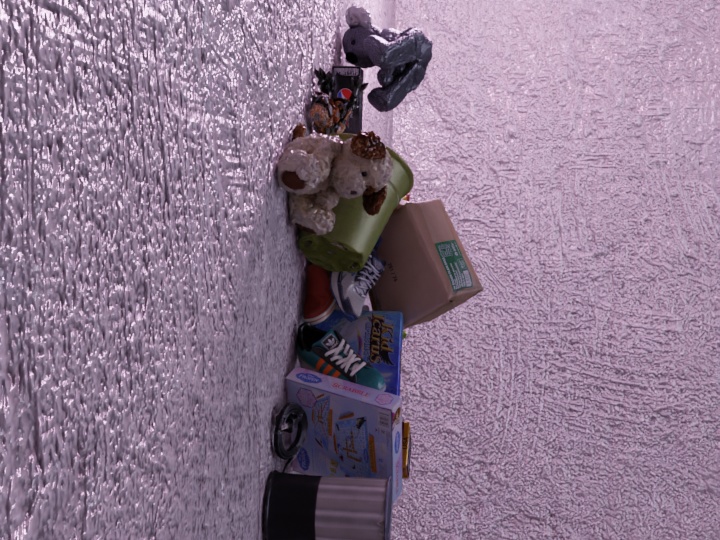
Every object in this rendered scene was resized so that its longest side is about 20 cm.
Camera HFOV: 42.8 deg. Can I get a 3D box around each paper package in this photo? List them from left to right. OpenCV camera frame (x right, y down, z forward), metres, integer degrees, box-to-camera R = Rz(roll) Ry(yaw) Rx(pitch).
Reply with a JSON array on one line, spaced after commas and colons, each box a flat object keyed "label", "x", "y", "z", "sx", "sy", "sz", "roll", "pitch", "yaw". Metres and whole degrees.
[{"label": "paper package", "x": 0.106, "y": -0.010, "z": 1.732, "sx": 0.190, "sy": 0.103, "sz": 0.201, "roll": -36, "pitch": -107, "yaw": 49}]

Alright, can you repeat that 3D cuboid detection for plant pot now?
[{"label": "plant pot", "x": -0.027, "y": -0.105, "z": 1.622, "sx": 0.200, "sy": 0.199, "sz": 0.191, "roll": 81, "pitch": 26, "yaw": -61}]

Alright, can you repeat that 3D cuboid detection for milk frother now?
[{"label": "milk frother", "x": -0.045, "y": 0.320, "z": 1.423, "sx": 0.181, "sy": 0.187, "sz": 0.201, "roll": -75, "pitch": 166, "yaw": -67}]

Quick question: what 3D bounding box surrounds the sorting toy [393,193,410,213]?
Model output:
[{"label": "sorting toy", "x": 0.030, "y": -0.088, "z": 1.909, "sx": 0.070, "sy": 0.199, "sz": 0.200, "roll": -41, "pitch": 140, "yaw": -42}]

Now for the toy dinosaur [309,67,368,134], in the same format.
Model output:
[{"label": "toy dinosaur", "x": -0.058, "y": -0.294, "z": 1.709, "sx": 0.200, "sy": 0.102, "sz": 0.137, "roll": 173, "pitch": -66, "yaw": -78}]

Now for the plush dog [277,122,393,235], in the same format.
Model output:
[{"label": "plush dog", "x": -0.032, "y": -0.163, "z": 1.467, "sx": 0.200, "sy": 0.170, "sz": 0.161, "roll": 79, "pitch": 13, "yaw": -60}]

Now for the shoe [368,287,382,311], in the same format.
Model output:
[{"label": "shoe", "x": 0.042, "y": 0.053, "z": 1.833, "sx": 0.070, "sy": 0.053, "sz": 0.201, "roll": 58, "pitch": 23, "yaw": -79}]

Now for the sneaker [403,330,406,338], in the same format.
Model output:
[{"label": "sneaker", "x": 0.010, "y": 0.184, "z": 1.880, "sx": 0.072, "sy": 0.199, "sz": 0.083, "roll": 61, "pitch": 7, "yaw": 31}]

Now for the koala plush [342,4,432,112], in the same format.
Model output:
[{"label": "koala plush", "x": 0.039, "y": -0.489, "z": 2.058, "sx": 0.184, "sy": 0.200, "sz": 0.178, "roll": -39, "pitch": 144, "yaw": -28}]

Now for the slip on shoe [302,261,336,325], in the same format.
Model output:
[{"label": "slip on shoe", "x": -0.074, "y": 0.016, "z": 1.684, "sx": 0.061, "sy": 0.074, "sz": 0.201, "roll": 47, "pitch": 40, "yaw": -35}]

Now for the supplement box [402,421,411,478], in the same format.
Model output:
[{"label": "supplement box", "x": -0.006, "y": 0.332, "z": 1.729, "sx": 0.111, "sy": 0.198, "sz": 0.086, "roll": 79, "pitch": 15, "yaw": -64}]

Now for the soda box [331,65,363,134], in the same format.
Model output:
[{"label": "soda box", "x": -0.029, "y": -0.333, "z": 1.970, "sx": 0.071, "sy": 0.063, "sz": 0.202, "roll": -36, "pitch": 128, "yaw": -82}]

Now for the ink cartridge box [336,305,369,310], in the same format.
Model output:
[{"label": "ink cartridge box", "x": -0.035, "y": 0.164, "z": 1.796, "sx": 0.067, "sy": 0.116, "sz": 0.202, "roll": -38, "pitch": 129, "yaw": -84}]

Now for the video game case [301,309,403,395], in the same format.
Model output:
[{"label": "video game case", "x": -0.016, "y": 0.171, "z": 1.674, "sx": 0.045, "sy": 0.180, "sz": 0.201, "roll": 71, "pitch": 21, "yaw": -71}]

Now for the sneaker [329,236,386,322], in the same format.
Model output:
[{"label": "sneaker", "x": 0.000, "y": 0.000, "z": 1.663, "sx": 0.077, "sy": 0.085, "sz": 0.201, "roll": 50, "pitch": 34, "yaw": -43}]

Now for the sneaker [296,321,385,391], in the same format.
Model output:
[{"label": "sneaker", "x": -0.041, "y": 0.151, "z": 1.555, "sx": 0.071, "sy": 0.199, "sz": 0.080, "roll": -37, "pitch": 132, "yaw": -32}]

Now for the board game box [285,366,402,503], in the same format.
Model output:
[{"label": "board game box", "x": -0.026, "y": 0.275, "z": 1.534, "sx": 0.041, "sy": 0.198, "sz": 0.201, "roll": -44, "pitch": 140, "yaw": -51}]
